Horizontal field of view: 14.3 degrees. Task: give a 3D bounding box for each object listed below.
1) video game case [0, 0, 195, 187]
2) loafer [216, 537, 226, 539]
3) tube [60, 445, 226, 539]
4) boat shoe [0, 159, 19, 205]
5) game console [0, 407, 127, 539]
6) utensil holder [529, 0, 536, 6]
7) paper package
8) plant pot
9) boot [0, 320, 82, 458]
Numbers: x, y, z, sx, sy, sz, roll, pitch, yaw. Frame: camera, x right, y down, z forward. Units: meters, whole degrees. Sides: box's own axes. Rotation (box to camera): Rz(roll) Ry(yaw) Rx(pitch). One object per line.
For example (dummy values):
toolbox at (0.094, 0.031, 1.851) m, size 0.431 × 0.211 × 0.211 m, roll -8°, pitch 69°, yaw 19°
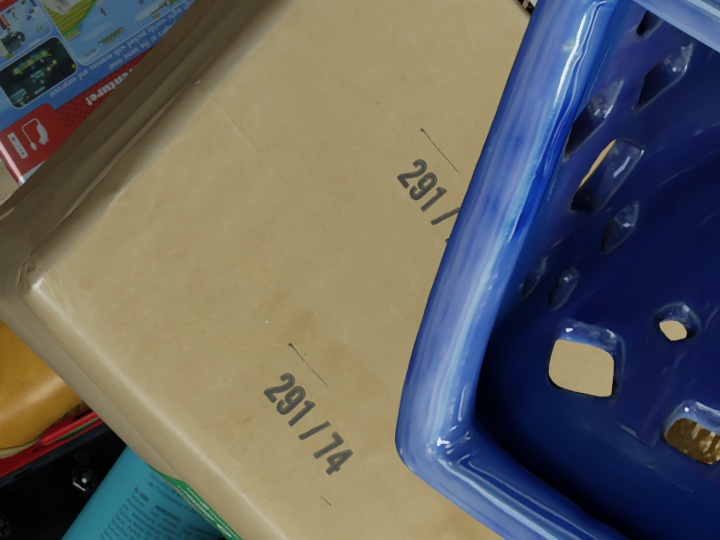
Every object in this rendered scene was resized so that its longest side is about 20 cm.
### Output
video game case at (-0.118, -0.151, 1.037) m, size 0.143 × 0.017 × 0.201 m, roll -33°, pitch 92°, yaw -7°
loafer at (-0.023, 0.104, 1.058) m, size 0.199 × 0.072 × 0.063 m, roll -35°, pitch 124°, yaw -2°
tube at (-0.059, 0.075, 1.082) m, size 0.077 × 0.051 × 0.200 m, roll 23°, pitch 122°, yaw -28°
boat shoe at (-0.151, 0.027, 1.118) m, size 0.071 × 0.065 × 0.200 m, roll 20°, pitch 129°, yaw -26°
game console at (-0.088, 0.144, 1.168) m, size 0.199 × 0.031 × 0.177 m, roll -28°, pitch 100°, yaw 29°
utensil holder at (0.157, -0.086, 0.900) m, size 0.170 × 0.170 × 0.200 m, roll -38°, pitch 92°, yaw 29°
paper package at (0.000, 0.000, 0.957) m, size 0.191 × 0.103 × 0.200 m, roll -47°, pitch 109°, yaw -7°
plant pot at (0.149, -0.013, 0.712) m, size 0.199 × 0.180 × 0.201 m, roll 32°, pitch 140°, yaw 14°
boot at (-0.094, -0.013, 1.021) m, size 0.071 × 0.201 × 0.144 m, roll 46°, pitch 126°, yaw 26°
